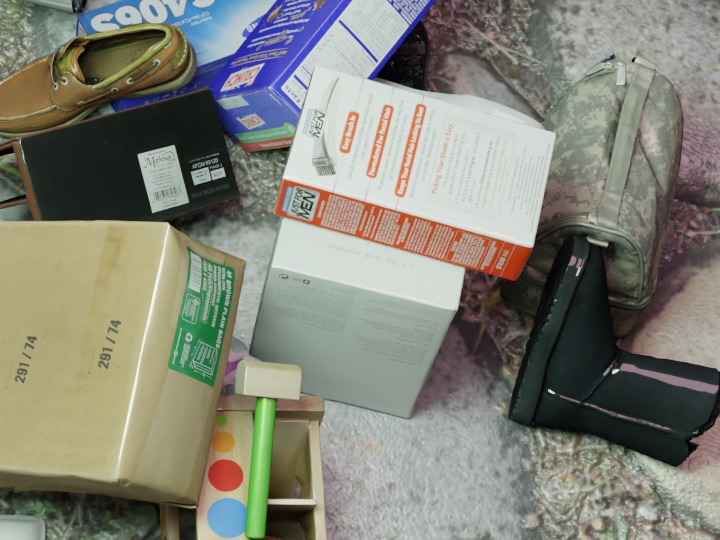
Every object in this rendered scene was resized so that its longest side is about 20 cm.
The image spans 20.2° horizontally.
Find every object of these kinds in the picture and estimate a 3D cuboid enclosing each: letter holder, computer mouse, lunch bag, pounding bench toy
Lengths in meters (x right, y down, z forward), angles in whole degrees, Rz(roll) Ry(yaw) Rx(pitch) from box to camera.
[{"bbox_3d":[-0.231,-0.078,1.734,0.200,0.142,0.101,-19,97,-38],"label":"letter holder"},{"bbox_3d":[0.003,-0.147,1.861,0.140,0.046,0.201,-8,67,-7],"label":"computer mouse"},{"bbox_3d":[0.212,-0.069,1.780,0.139,0.168,0.200,18,59,-1],"label":"lunch bag"},{"bbox_3d":[-0.088,0.178,1.568,0.124,0.200,0.156,2,60,-12],"label":"pounding bench toy"}]

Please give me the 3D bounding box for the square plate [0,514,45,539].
[{"bbox_3d":[-0.349,0.276,1.567,0.197,0.028,0.201,4,61,-8],"label":"square plate"}]

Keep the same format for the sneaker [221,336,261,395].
[{"bbox_3d":[-0.176,0.087,1.657,0.200,0.078,0.140,36,39,20],"label":"sneaker"}]

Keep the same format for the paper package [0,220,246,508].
[{"bbox_3d":[-0.201,0.070,1.537,0.190,0.103,0.201,2,75,34],"label":"paper package"}]

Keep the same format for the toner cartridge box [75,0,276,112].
[{"bbox_3d":[-0.153,-0.220,1.868,0.200,0.043,0.095,-23,69,-21],"label":"toner cartridge box"}]

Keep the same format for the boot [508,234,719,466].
[{"bbox_3d":[0.226,0.069,1.698,0.168,0.201,0.077,13,36,-1],"label":"boot"}]

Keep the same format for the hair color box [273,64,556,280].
[{"bbox_3d":[0.043,-0.076,1.581,0.199,0.064,0.111,17,60,-3],"label":"hair color box"}]

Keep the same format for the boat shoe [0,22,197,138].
[{"bbox_3d":[-0.247,-0.176,1.775,0.199,0.068,0.072,-20,71,7],"label":"boat shoe"}]

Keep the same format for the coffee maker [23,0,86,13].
[{"bbox_3d":[-0.337,-0.323,1.791,0.199,0.192,0.135,3,55,-1],"label":"coffee maker"}]

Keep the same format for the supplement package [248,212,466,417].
[{"bbox_3d":[0.000,0.000,1.683,0.151,0.200,0.151,14,59,-3],"label":"supplement package"}]

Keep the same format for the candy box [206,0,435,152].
[{"bbox_3d":[-0.033,-0.203,1.780,0.077,0.169,0.200,45,73,-20],"label":"candy box"}]

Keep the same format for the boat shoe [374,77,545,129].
[{"bbox_3d":[0.064,-0.119,1.789,0.199,0.074,0.067,14,78,23],"label":"boat shoe"}]
